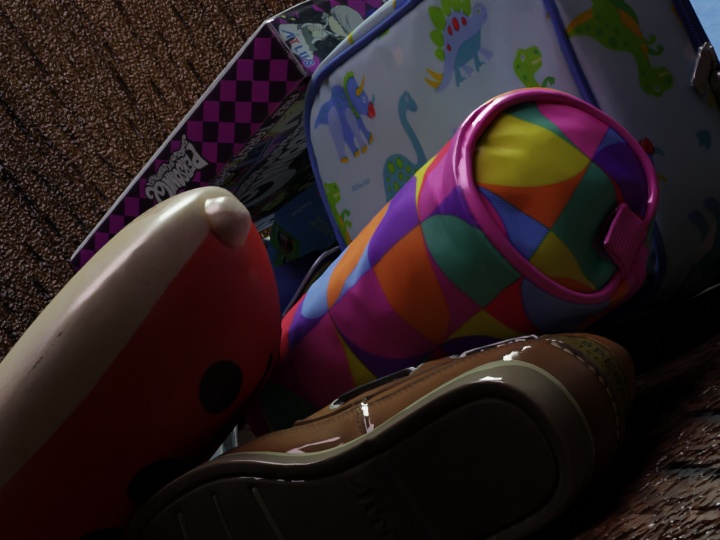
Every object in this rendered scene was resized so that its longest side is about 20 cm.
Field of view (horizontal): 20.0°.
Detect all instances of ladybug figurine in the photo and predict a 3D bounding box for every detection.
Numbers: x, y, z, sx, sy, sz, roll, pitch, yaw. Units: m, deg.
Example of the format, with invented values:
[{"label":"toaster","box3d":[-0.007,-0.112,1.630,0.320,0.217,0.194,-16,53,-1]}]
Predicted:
[{"label":"ladybug figurine","box3d":[-0.090,0.052,0.750,0.200,0.072,0.136,-52,-6,34]}]

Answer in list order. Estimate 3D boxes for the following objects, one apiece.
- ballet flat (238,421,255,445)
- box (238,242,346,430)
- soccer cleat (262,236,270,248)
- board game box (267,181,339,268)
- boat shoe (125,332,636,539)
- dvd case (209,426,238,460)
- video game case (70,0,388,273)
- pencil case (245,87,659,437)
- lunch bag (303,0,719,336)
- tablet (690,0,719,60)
[{"label":"ballet flat","box3d":[-0.019,0.080,0.868,0.062,0.068,0.200,0,40,52]},{"label":"box","box3d":[-0.060,0.060,0.931,0.201,0.032,0.121,-58,-10,16]},{"label":"soccer cleat","box3d":[-0.095,0.066,1.172,0.200,0.081,0.067,-48,41,-13]},{"label":"board game box","box3d":[0.000,0.000,1.098,0.151,0.037,0.201,-40,-19,-33]},{"label":"boat shoe","box3d":[0.008,0.074,0.680,0.199,0.072,0.068,-21,9,37]},{"label":"dvd case","box3d":[-0.107,0.096,0.839,0.148,0.016,0.201,-34,42,28]},{"label":"video game case","box3d":[-0.029,-0.073,0.987,0.181,0.036,0.200,-29,-11,-47]},{"label":"pencil case","box3d":[0.029,0.015,0.734,0.088,0.088,0.200,-40,-5,-35]},{"label":"lunch bag","box3d":[0.062,-0.047,0.805,0.082,0.162,0.200,-21,-7,-32]},{"label":"tablet","box3d":[0.201,-0.106,0.869,0.130,0.014,0.200,27,54,36]}]
